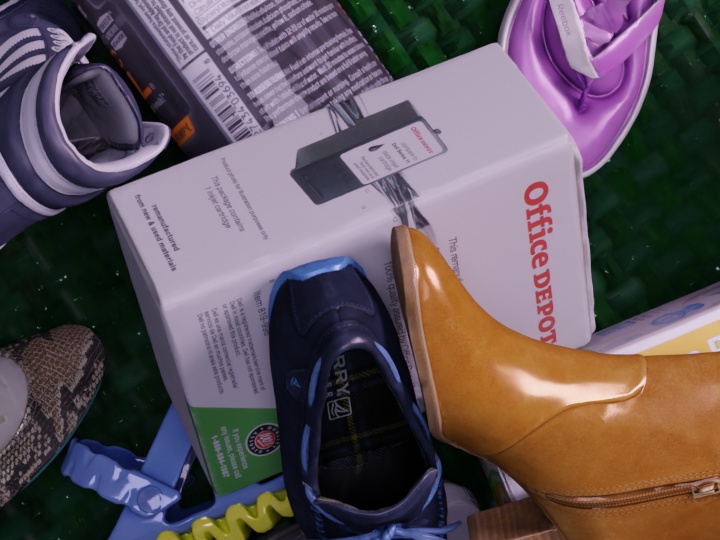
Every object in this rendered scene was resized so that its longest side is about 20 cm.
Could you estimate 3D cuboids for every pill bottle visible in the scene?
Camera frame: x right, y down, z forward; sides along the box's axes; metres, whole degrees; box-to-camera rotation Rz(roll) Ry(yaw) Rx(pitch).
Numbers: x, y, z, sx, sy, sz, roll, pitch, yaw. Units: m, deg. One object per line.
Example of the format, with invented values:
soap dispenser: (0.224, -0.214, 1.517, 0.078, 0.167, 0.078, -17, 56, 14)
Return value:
pill bottle: (-0.075, -0.130, 1.044, 0.106, 0.106, 0.200, -36, 91, -2)

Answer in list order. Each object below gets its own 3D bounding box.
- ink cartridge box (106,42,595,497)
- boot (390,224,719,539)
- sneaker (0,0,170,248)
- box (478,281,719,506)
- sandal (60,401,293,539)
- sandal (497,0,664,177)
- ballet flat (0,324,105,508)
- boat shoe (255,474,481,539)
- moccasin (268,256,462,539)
ink cartridge box: (0.000, 0.000, 0.993, 0.200, 0.147, 0.083, -21, 48, -10)
boot: (0.101, 0.051, 0.939, 0.144, 0.071, 0.201, -17, 116, 4)
sneaker: (-0.137, -0.084, 0.993, 0.108, 0.200, 0.070, -28, 117, 26)
box: (0.159, 0.071, 1.049, 0.200, 0.112, 0.101, -22, 92, -1)
sandal: (-0.068, 0.092, 1.059, 0.200, 0.079, 0.087, -28, 87, -4)
sandal: (0.123, -0.146, 1.080, 0.082, 0.050, 0.203, 19, 89, -2)
ballet flat: (-0.207, 0.099, 1.047, 0.200, 0.075, 0.068, -49, 54, -1)
boat shoe: (-0.033, 0.155, 1.045, 0.200, 0.057, 0.069, -26, 131, -22)
moccasin: (-0.003, 0.089, 0.942, 0.080, 0.068, 0.200, -22, 128, -2)
